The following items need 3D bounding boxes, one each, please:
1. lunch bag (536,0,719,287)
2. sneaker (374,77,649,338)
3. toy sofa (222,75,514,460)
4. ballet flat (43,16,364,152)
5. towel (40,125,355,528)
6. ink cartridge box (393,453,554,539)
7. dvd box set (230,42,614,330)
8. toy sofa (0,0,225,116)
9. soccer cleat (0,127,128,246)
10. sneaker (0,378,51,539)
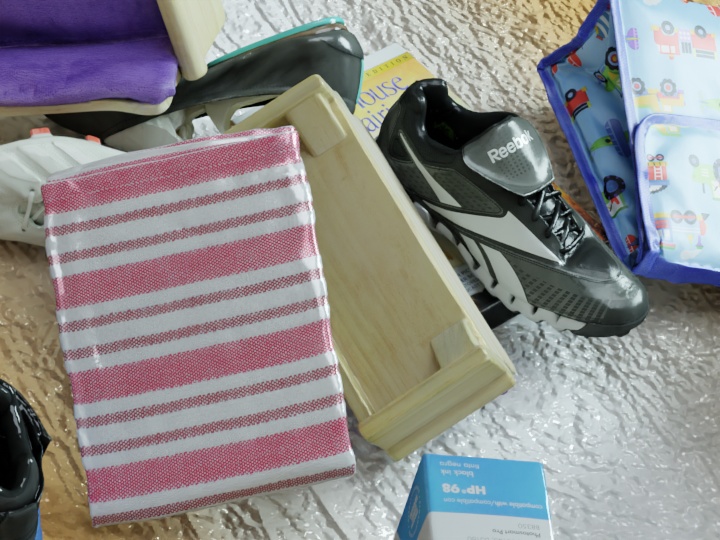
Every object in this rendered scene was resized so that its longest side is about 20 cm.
[{"bbox_3d":[0.211,-0.060,1.675,0.150,0.094,0.201,6,55,-29],"label":"lunch bag"},{"bbox_3d":[0.086,-0.040,1.567,0.200,0.091,0.066,38,48,19],"label":"sneaker"},{"bbox_3d":[0.000,0.000,1.519,0.083,0.098,0.201,-33,74,6],"label":"toy sofa"},{"bbox_3d":[-0.093,-0.095,1.609,0.199,0.068,0.069,-13,85,14],"label":"ballet flat"},{"bbox_3d":[-0.087,0.029,1.456,0.145,0.030,0.201,-11,75,3],"label":"towel"},{"bbox_3d":[0.056,0.203,1.341,0.066,0.116,0.201,6,44,-11],"label":"ink cartridge box"},{"bbox_3d":[0.035,-0.047,1.646,0.146,0.029,0.200,-26,59,-35],"label":"dvd box set"},{"bbox_3d":[-0.187,-0.147,1.585,0.199,0.083,0.098,-1,37,22],"label":"toy sofa"},{"bbox_3d":[-0.142,-0.033,1.555,0.199,0.069,0.078,2,49,-19],"label":"soccer cleat"},{"bbox_3d":[-0.222,0.073,1.391,0.076,0.112,0.200,-17,53,-30],"label":"sneaker"}]
